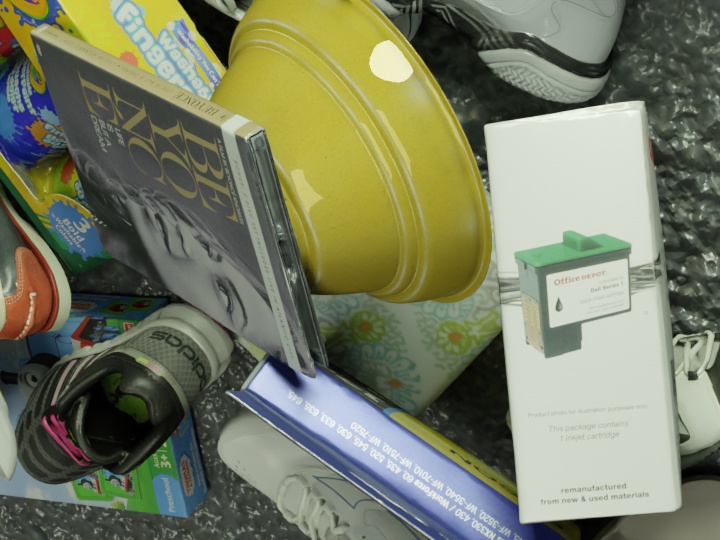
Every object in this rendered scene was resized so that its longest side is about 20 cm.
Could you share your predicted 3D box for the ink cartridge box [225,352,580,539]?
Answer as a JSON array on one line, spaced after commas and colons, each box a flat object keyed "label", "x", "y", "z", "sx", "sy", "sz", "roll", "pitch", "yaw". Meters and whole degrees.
[{"label": "ink cartridge box", "x": 0.031, "y": 0.108, "z": 1.102, "sx": 0.197, "sy": 0.200, "sz": 0.047, "roll": 35, "pitch": 88, "yaw": 7}]

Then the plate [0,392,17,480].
[{"label": "plate", "x": -0.286, "y": 0.035, "z": 1.272, "sx": 0.201, "sy": 0.032, "sz": 0.199, "roll": 60, "pitch": 161, "yaw": -13}]

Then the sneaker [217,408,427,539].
[{"label": "sneaker", "x": -0.005, "y": 0.148, "z": 1.259, "sx": 0.199, "sy": 0.087, "sz": 0.075, "roll": 26, "pitch": 128, "yaw": 12}]

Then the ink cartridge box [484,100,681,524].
[{"label": "ink cartridge box", "x": 0.118, "y": 0.022, "z": 1.037, "sx": 0.084, "sy": 0.146, "sz": 0.201, "roll": -6, "pitch": 87, "yaw": 9}]

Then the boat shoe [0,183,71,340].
[{"label": "boat shoe", "x": -0.256, "y": -0.028, "z": 1.251, "sx": 0.200, "sy": 0.062, "sz": 0.071, "roll": 47, "pitch": 129, "yaw": 32}]

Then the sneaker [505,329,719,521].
[{"label": "sneaker", "x": 0.161, "y": 0.068, "z": 1.139, "sx": 0.089, "sy": 0.074, "sz": 0.200, "roll": 47, "pitch": 126, "yaw": -8}]

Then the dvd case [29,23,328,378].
[{"label": "dvd case", "x": -0.098, "y": -0.039, "z": 1.057, "sx": 0.200, "sy": 0.016, "sz": 0.149, "roll": 27, "pitch": 142, "yaw": 44}]

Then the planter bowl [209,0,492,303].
[{"label": "planter bowl", "x": -0.027, "y": -0.050, "z": 1.041, "sx": 0.200, "sy": 0.083, "sz": 0.201, "roll": 43, "pitch": 153, "yaw": 29}]

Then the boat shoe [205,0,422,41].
[{"label": "boat shoe", "x": -0.061, "y": -0.176, "z": 1.111, "sx": 0.199, "sy": 0.067, "sz": 0.074, "roll": 25, "pitch": 125, "yaw": 11}]

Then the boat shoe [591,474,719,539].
[{"label": "boat shoe", "x": 0.154, "y": 0.192, "z": 1.225, "sx": 0.200, "sy": 0.093, "sz": 0.075, "roll": -41, "pitch": 91, "yaw": 9}]

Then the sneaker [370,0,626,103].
[{"label": "sneaker", "x": 0.059, "y": -0.179, "z": 1.049, "sx": 0.199, "sy": 0.075, "sz": 0.115, "roll": 29, "pitch": 126, "yaw": 2}]

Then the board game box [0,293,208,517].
[{"label": "board game box", "x": -0.209, "y": 0.086, "z": 1.354, "sx": 0.199, "sy": 0.037, "sz": 0.152, "roll": 4, "pitch": 119, "yaw": 25}]

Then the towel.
[{"label": "towel", "x": 0.000, "y": 0.000, "z": 1.198, "sx": 0.171, "sy": 0.048, "sz": 0.200, "roll": 39, "pitch": 127, "yaw": -3}]

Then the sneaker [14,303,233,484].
[{"label": "sneaker", "x": -0.166, "y": 0.091, "z": 1.256, "sx": 0.200, "sy": 0.088, "sz": 0.074, "roll": -31, "pitch": 102, "yaw": 39}]

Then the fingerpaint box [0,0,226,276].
[{"label": "fingerpaint box", "x": -0.167, "y": -0.111, "z": 1.170, "sx": 0.166, "sy": 0.073, "sz": 0.200, "roll": -21, "pitch": 108, "yaw": 51}]
